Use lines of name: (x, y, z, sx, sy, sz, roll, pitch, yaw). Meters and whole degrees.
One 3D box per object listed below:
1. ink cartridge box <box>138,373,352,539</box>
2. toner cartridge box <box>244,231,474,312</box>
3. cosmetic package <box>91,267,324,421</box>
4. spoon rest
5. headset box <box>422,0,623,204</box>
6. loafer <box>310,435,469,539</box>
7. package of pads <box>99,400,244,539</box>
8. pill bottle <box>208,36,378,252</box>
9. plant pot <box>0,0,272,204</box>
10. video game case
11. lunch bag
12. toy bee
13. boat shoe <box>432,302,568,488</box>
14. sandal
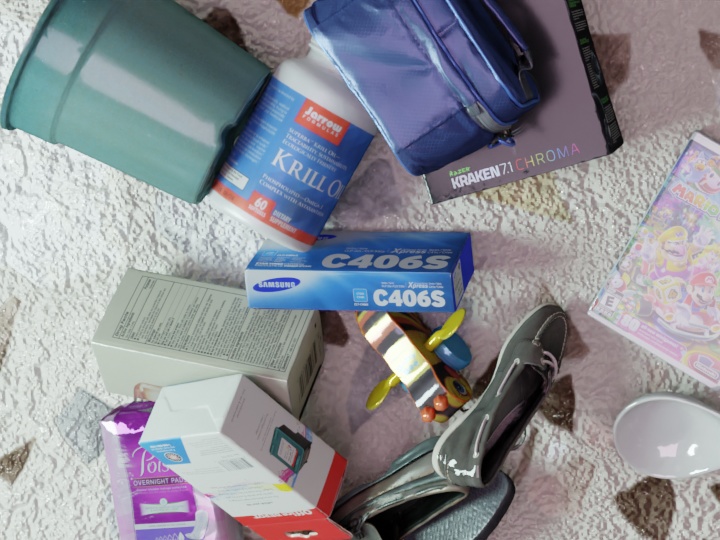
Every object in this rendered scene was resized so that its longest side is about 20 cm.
ink cartridge box: (-0.098, 0.184, 1.714, 0.116, 0.067, 0.200, -11, 137, 41)
toner cartridge box: (0.000, 0.000, 1.695, 0.200, 0.095, 0.043, 0, 114, 15)
cosmetic package: (-0.145, 0.076, 1.737, 0.200, 0.103, 0.087, 12, 142, 14)
spoon rest: (0.330, 0.145, 1.646, 0.200, 0.061, 0.099, -12, 121, 16)
headset box: (0.125, -0.182, 1.629, 0.174, 0.093, 0.200, -15, 96, 17)
loafer: (0.026, 0.238, 1.735, 0.200, 0.072, 0.063, -42, 45, 24)
package of pads: (-0.184, 0.230, 1.804, 0.120, 0.076, 0.200, -5, 99, 14)
pill bottle: (-0.049, -0.128, 1.671, 0.112, 0.112, 0.200, 29, 96, 8)
plant pot: (-0.200, -0.172, 1.680, 0.196, 0.200, 0.200, 29, 107, 0)
video game case: (0.318, -0.008, 1.649, 0.143, 0.018, 0.200, 31, 107, 8)
lunch bag: (0.066, -0.182, 1.524, 0.132, 0.136, 0.200, -36, 89, 18)
toy bee: (0.070, 0.094, 1.689, 0.200, 0.109, 0.131, 26, 108, 11)
boat shoe: (0.145, 0.119, 1.654, 0.057, 0.067, 0.200, 18, 65, 46)
sandal: (0.081, 0.266, 1.753, 0.200, 0.043, 0.076, -52, 48, 18)
